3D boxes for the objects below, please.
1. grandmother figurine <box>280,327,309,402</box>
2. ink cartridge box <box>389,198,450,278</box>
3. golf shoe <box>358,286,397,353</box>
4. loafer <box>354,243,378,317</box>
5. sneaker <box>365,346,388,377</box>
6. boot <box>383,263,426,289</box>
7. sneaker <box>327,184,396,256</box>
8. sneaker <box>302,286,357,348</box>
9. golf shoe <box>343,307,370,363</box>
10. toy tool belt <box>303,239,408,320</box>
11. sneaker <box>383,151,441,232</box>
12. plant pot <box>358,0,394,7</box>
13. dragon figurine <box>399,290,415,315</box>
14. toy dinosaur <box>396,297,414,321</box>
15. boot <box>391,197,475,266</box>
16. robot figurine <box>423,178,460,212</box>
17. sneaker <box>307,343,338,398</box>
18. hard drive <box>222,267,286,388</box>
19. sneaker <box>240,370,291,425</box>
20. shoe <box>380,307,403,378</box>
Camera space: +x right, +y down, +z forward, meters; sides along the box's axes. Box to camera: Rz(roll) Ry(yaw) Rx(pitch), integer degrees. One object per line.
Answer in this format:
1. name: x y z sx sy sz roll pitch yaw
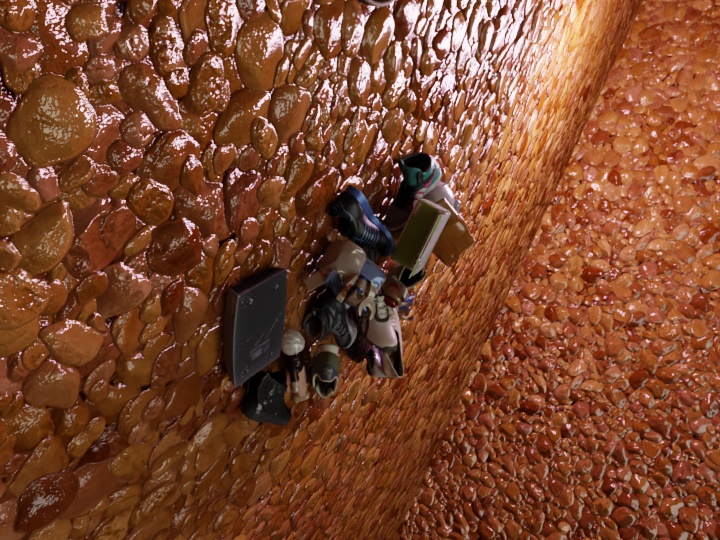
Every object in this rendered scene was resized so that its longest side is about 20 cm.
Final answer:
1. grandmother figurine: -0.138 0.197 1.116 0.059 0.123 0.203 -10 135 -7
2. ink cartridge box: 0.124 -0.075 1.159 0.150 0.075 0.200 -64 169 13
3. golf shoe: 0.032 0.091 1.210 0.076 0.202 0.089 -5 142 -32
4. loafer: 0.000 0.000 1.182 0.062 0.071 0.205 15 76 -48
5. sneaker: 0.054 0.206 1.406 0.202 0.082 0.082 -97 -158 -50
6. boot: 0.129 0.000 1.383 0.200 0.072 0.155 -45 -178 -29
7. sneaker: 0.002 -0.083 1.109 0.078 0.070 0.201 -48 130 -11
8. sneaker: -0.071 0.124 1.188 0.114 0.075 0.203 -42 145 -31
9. golf shoe: 0.006 0.148 1.354 0.092 0.072 0.203 -39 145 -44
10. toy tool belt: -0.011 0.040 1.086 0.124 0.199 0.125 -55 -170 -17
11. sneaker: 0.112 -0.194 1.232 0.201 0.083 0.121 -54 149 -10
12. plant pot: 0.007 -0.488 0.746 0.201 0.092 0.204 -45 148 -37
13. dragon figurine: 0.114 0.081 1.506 0.198 0.059 0.101 -26 143 -44
14. toy dinosaur: 0.090 0.104 1.392 0.200 0.099 0.059 56 36 -64
15. boot: 0.167 -0.067 1.298 0.199 0.145 0.071 -31 -172 23
16. robot figurine: 0.178 -0.144 1.368 0.166 0.113 0.203 -9 128 -21
17. sneaker: -0.087 0.249 1.204 0.202 0.066 0.091 107 -13 -53
18. hard drive: -0.191 0.099 0.961 0.134 0.042 0.203 -33 141 -48
19. sneaker: -0.180 0.260 1.111 0.105 0.059 0.199 -59 152 -3
20. shoe: 0.074 0.163 1.288 0.069 0.053 0.205 -12 99 -20
